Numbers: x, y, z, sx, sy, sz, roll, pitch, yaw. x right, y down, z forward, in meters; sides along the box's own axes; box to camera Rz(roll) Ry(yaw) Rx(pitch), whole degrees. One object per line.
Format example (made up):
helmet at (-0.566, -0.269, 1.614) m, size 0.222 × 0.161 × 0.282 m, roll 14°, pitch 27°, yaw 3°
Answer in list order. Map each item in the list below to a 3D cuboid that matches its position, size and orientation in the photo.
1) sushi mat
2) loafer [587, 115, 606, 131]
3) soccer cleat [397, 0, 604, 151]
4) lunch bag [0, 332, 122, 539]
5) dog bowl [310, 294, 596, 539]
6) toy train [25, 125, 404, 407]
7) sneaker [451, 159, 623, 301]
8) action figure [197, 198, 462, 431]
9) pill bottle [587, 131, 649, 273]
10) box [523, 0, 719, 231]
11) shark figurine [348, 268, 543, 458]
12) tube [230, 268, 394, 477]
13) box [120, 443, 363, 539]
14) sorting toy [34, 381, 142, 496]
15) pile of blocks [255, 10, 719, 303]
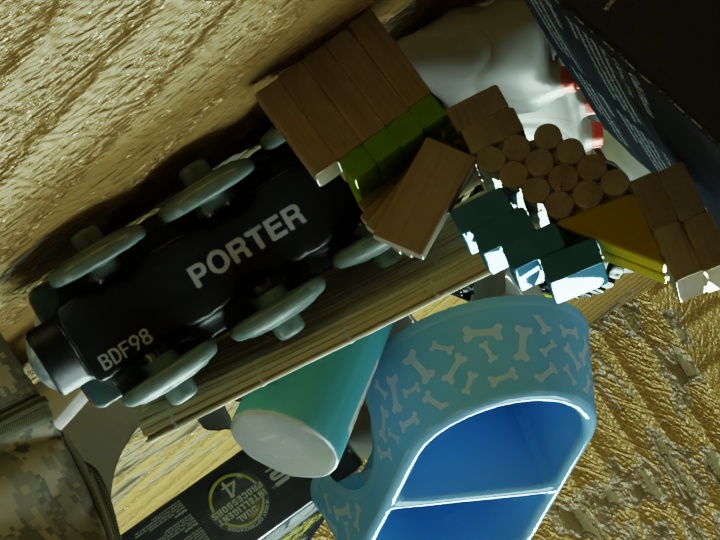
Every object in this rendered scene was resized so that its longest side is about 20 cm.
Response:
sushi mat at (-0.003, 0.011, 1.266) m, size 0.200 × 0.012 × 0.096 m, roll -27°, pitch -164°, yaw 9°
loafer at (0.109, -0.102, 1.458) m, size 0.200 × 0.075 × 0.070 m, roll -22°, pitch -168°, yaw -22°
soccer cleat at (0.065, -0.088, 1.308) m, size 0.078 × 0.069 × 0.200 m, roll -3°, pitch 174°, yaw 10°
lunch bag at (-0.193, 0.129, 1.182) m, size 0.139 × 0.168 × 0.200 m, roll -26°, pitch 171°, yaw -48°
dog bowl at (0.047, 0.088, 1.393) m, size 0.111 × 0.050 × 0.200 m, roll -4°, pitch 147°, yaw -21°
toy train at (-0.053, -0.010, 1.259) m, size 0.200 × 0.085 × 0.114 m, roll -33°, pitch -177°, yaw -5°
sneaker at (0.088, -0.034, 1.503) m, size 0.200 × 0.078 × 0.085 m, roll 156°, pitch -47°, yaw -73°
action figure at (-0.019, -0.005, 1.537) m, size 0.200 × 0.105 × 0.193 m, roll -60°, pitch 177°, yaw 8°
pill bottle at (0.170, -0.078, 1.684) m, size 0.114 × 0.114 × 0.200 m, roll -31°, pitch 173°, yaw -20°
box at (0.168, -0.069, 1.143) m, size 0.104 × 0.182 × 0.200 m, roll -44°, pitch 155°, yaw 0°
shark figurine at (0.066, 0.051, 1.474) m, size 0.128 × 0.090 × 0.214 m, roll -7°, pitch 152°, yaw -21°
tube at (0.000, 0.000, 1.346) m, size 0.077 × 0.050 × 0.200 m, roll -11°, pitch -136°, yaw 41°
box at (-0.101, 0.157, 1.498) m, size 0.200 × 0.049 × 0.161 m, roll -35°, pitch 168°, yaw -21°
sorting toy at (-0.166, 0.098, 1.448) m, size 0.180 × 0.107 × 0.200 m, roll -43°, pitch 171°, yaw 15°
pile of blocks at (0.054, -0.025, 1.165) m, size 0.082 × 0.200 × 0.062 m, roll -58°, pitch 160°, yaw -13°
